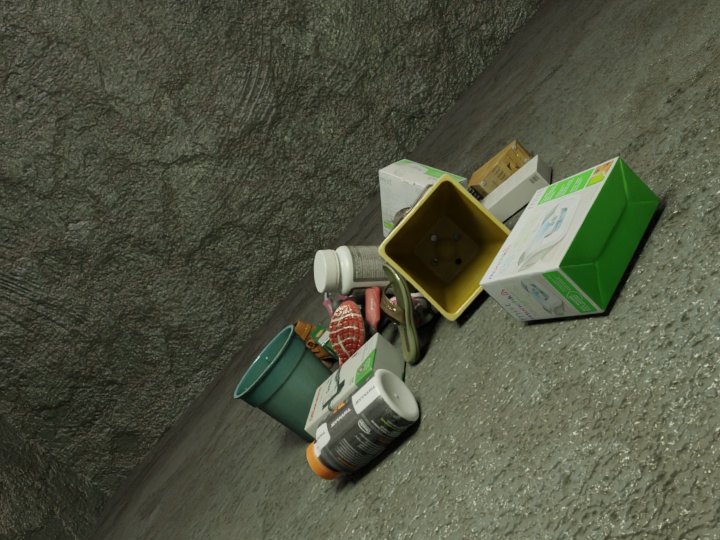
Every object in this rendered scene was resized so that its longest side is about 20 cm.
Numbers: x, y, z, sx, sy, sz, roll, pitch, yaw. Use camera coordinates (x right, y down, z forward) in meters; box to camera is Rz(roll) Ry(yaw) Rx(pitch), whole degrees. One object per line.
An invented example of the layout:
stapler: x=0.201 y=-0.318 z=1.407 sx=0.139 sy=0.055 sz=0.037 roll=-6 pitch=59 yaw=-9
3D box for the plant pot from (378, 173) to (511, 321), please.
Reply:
plant pot: x=0.174 y=-0.043 z=1.192 sx=0.194 sy=0.195 sz=0.200 roll=-47 pitch=-5 yaw=5

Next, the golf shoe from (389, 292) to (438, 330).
golf shoe: x=0.114 y=0.086 z=1.305 sx=0.091 sy=0.073 sz=0.200 roll=-26 pitch=8 yaw=-12

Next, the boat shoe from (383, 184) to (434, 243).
boat shoe: x=0.100 y=-0.103 z=1.282 sx=0.073 sy=0.065 sz=0.201 roll=-2 pitch=-52 yaw=-52

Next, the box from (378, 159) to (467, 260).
box: x=0.143 y=-0.141 z=1.391 sx=0.096 sy=0.178 sz=0.199 roll=-27 pitch=36 yaw=-32

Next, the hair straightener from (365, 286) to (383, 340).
hair straightener: x=0.041 y=0.139 z=1.313 sx=0.040 sy=0.077 sz=0.202 roll=-14 pitch=57 yaw=13

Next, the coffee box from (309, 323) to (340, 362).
coffee box: x=-0.054 y=0.189 z=1.443 sx=0.044 sy=0.123 sz=0.200 roll=-50 pitch=10 yaw=-8

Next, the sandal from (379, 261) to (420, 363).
sandal: x=0.069 y=0.081 z=1.165 sx=0.057 sy=0.204 sz=0.080 roll=-10 pitch=-8 yaw=-9

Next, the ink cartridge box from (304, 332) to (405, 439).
ink cartridge box: x=-0.010 y=0.241 z=1.187 sx=0.200 sy=0.083 sz=0.147 roll=-46 pitch=11 yaw=20

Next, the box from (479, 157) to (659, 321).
box: x=0.297 y=-0.036 z=0.864 sx=0.201 sy=0.097 sz=0.176 roll=-54 pitch=14 yaw=-20

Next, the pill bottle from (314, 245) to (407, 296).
pill bottle: x=0.000 y=0.000 z=1.380 sx=0.114 sy=0.197 sz=0.115 roll=179 pitch=90 yaw=-70

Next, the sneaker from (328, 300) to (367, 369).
sneaker: x=-0.021 y=0.160 z=1.290 sx=0.077 sy=0.203 sz=0.082 roll=0 pitch=18 yaw=11

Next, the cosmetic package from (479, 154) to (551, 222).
cosmetic package: x=0.324 y=-0.158 z=1.318 sx=0.200 sy=0.051 sz=0.083 roll=-41 pitch=16 yaw=37

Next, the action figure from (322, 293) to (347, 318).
action figure: x=-0.029 y=0.090 z=1.613 sx=0.149 sy=0.132 sz=0.202 roll=-113 pitch=42 yaw=-74

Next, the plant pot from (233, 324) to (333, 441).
plant pot: x=-0.144 y=0.262 z=1.343 sx=0.200 sy=0.196 sz=0.200 roll=-47 pitch=10 yaw=11

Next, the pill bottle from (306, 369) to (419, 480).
pill bottle: x=-0.003 y=0.268 z=1.015 sx=0.200 sy=0.106 sz=0.106 roll=-45 pitch=11 yaw=18

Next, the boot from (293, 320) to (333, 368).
boot: x=-0.101 y=0.168 z=1.587 sx=0.200 sy=0.155 sz=0.077 roll=-42 pitch=21 yaw=31

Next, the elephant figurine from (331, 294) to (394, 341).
elephant figurine: x=0.034 y=0.076 z=1.504 sx=0.199 sy=0.143 sz=0.154 roll=-37 pitch=34 yaw=-27

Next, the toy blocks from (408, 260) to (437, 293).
toy blocks: x=0.128 y=-0.001 z=1.498 sx=0.137 sy=0.099 sz=0.201 roll=-55 pitch=5 yaw=35

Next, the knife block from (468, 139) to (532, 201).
knife block: x=0.324 y=-0.232 z=1.535 sx=0.200 sy=0.064 sz=0.176 roll=-49 pitch=12 yaw=-1
